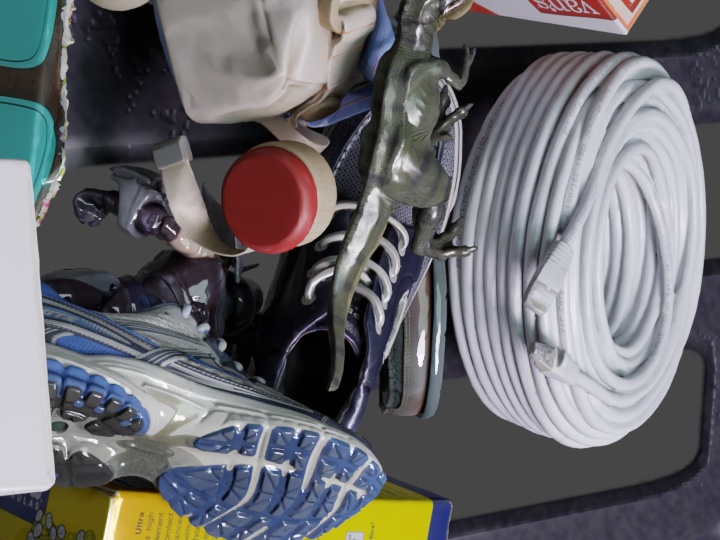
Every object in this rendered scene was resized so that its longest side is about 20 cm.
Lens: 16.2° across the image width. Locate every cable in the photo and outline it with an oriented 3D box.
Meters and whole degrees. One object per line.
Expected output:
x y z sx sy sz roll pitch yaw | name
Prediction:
0.115 -0.010 1.285 0.200 0.069 0.201 54 48 -52 | cable

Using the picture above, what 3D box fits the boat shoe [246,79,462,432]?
0.000 0.000 1.161 0.074 0.093 0.201 18 93 -7 | boat shoe

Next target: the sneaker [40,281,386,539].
-0.073 0.052 1.071 0.199 0.086 0.077 22 129 -31 | sneaker

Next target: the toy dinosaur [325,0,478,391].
0.022 -0.045 1.113 0.088 0.047 0.202 9 96 -66 | toy dinosaur

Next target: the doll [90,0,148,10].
-0.121 -0.205 1.041 0.136 0.048 0.201 -16 87 -62 | doll

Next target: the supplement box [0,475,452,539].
-0.072 0.145 1.173 0.199 0.108 0.110 6 96 -40 | supplement box

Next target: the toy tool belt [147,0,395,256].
-0.032 -0.110 1.136 0.123 0.124 0.202 -11 85 -61 | toy tool belt

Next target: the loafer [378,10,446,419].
0.006 -0.027 1.239 0.062 0.072 0.202 -3 97 -11 | loafer

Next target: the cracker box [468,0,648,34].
0.042 -0.197 1.175 0.200 0.134 0.058 44 72 -36 | cracker box

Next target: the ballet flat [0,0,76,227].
-0.153 -0.075 1.074 0.075 0.064 0.202 14 82 1 | ballet flat

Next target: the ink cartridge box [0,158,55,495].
-0.226 0.033 0.975 0.128 0.199 0.126 0 82 -39 | ink cartridge box

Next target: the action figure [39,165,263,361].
-0.119 0.021 1.137 0.199 0.069 0.131 -10 99 -42 | action figure
